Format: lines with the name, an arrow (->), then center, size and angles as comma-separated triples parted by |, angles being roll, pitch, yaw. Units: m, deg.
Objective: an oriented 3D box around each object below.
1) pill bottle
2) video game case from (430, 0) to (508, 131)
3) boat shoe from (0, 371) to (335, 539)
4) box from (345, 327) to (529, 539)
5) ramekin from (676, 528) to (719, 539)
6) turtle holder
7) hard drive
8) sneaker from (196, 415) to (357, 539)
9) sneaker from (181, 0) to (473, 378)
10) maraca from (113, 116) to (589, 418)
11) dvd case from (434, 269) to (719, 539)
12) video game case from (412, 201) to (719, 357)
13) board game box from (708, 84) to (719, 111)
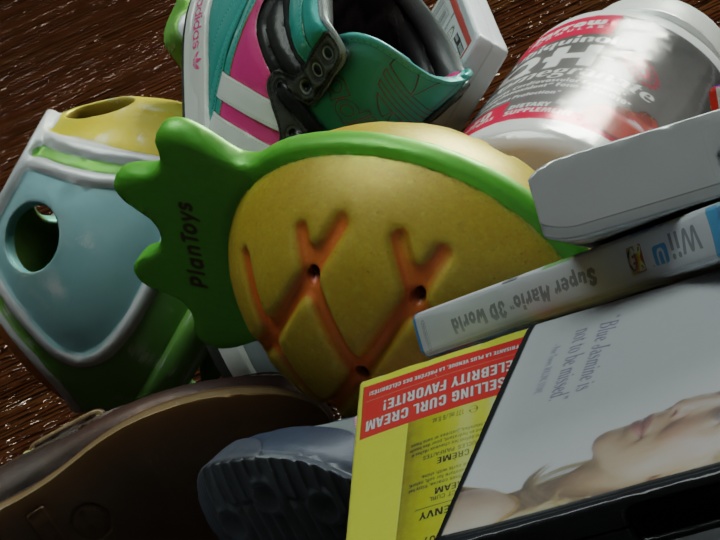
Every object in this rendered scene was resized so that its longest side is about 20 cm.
pill bottle -> 0.102, -0.045, 1.152 | 0.110, 0.111, 0.200 | -15, 19, 27
video game case -> 0.003, -0.032, 1.208 | 0.200, 0.017, 0.143 | -59, 11, 13
boat shoe -> -0.103, 0.088, 1.090 | 0.199, 0.071, 0.070 | -22, 21, 6
box -> 0.035, 0.103, 0.799 | 0.075, 0.050, 0.200 | -18, 34, 18
ramekin -> 0.160, 0.082, 0.692 | 0.200, 0.105, 0.200 | -21, 17, 7
turtle holder -> -0.093, -0.020, 1.199 | 0.186, 0.131, 0.141 | -56, 7, 38
hard drive -> 0.128, -0.036, 0.866 | 0.131, 0.027, 0.200 | -17, -3, 9
sneaker -> 0.037, 0.072, 0.955 | 0.199, 0.070, 0.082 | -1, 32, 34
sneaker -> -0.008, -0.047, 1.102 | 0.083, 0.201, 0.121 | 10, -23, -42
maraca -> 0.000, 0.000, 1.018 | 0.199, 0.137, 0.107 | 11, 43, 21
dvd case -> 0.124, 0.022, 0.710 | 0.199, 0.018, 0.143 | -17, 17, 21
video game case -> 0.122, -0.010, 0.872 | 0.143, 0.018, 0.200 | -14, -4, -27
board game box -> 0.255, -0.073, 1.049 | 0.151, 0.046, 0.200 | -2, 12, 44
